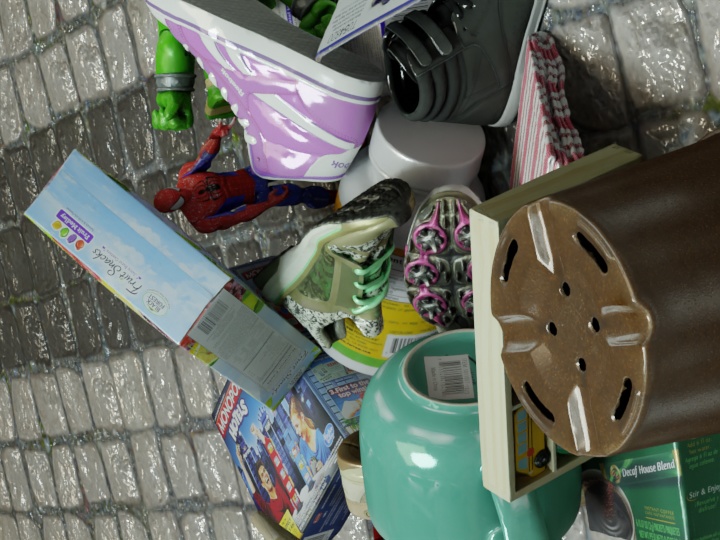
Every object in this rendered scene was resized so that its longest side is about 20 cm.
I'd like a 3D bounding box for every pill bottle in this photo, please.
[{"bbox_3d":[0.032,-0.027,1.643,0.111,0.110,0.201,52,143,36],"label":"pill bottle"}]

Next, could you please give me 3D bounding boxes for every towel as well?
[{"bbox_3d":[0.124,-0.054,1.479,0.201,0.030,0.147,-91,6,-59],"label":"towel"}]

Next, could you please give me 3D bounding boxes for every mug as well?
[{"bbox_3d":[0.086,0.116,1.488,0.184,0.152,0.115,22,132,35],"label":"mug"}]

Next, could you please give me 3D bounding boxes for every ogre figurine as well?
[{"bbox_3d":[-0.096,-0.193,1.684,0.200,0.097,0.121,-31,72,58],"label":"ogre figurine"}]

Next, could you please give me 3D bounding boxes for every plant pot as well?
[{"bbox_3d":[0.196,0.015,1.283,0.200,0.197,0.202,33,130,50],"label":"plant pot"}]

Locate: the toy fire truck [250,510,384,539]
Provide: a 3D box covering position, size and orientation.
[{"bbox_3d":[0.030,0.229,1.662,0.176,0.199,0.130,19,119,57],"label":"toy fire truck"}]

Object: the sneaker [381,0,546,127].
[{"bbox_3d":[0.070,-0.185,1.523,0.071,0.099,0.201,44,136,46],"label":"sneaker"}]

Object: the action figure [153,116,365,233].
[{"bbox_3d":[-0.064,-0.077,1.702,0.099,0.199,0.066,-39,69,55],"label":"action figure"}]

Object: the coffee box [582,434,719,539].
[{"bbox_3d":[0.188,0.084,1.482,0.123,0.044,0.202,8,108,61],"label":"coffee box"}]

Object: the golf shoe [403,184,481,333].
[{"bbox_3d":[0.073,0.004,1.563,0.201,0.072,0.093,76,-165,-46],"label":"golf shoe"}]

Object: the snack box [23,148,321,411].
[{"bbox_3d":[-0.135,0.011,1.625,0.168,0.068,0.200,39,179,25],"label":"snack box"}]

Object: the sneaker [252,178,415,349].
[{"bbox_3d":[0.000,0.000,1.554,0.089,0.077,0.200,54,151,1],"label":"sneaker"}]

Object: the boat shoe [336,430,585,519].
[{"bbox_3d":[0.081,0.157,1.604,0.198,0.072,0.065,1,118,17],"label":"boat shoe"}]

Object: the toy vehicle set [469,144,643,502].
[{"bbox_3d":[0.126,0.033,1.374,0.026,0.124,0.201,27,132,44],"label":"toy vehicle set"}]

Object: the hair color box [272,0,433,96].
[{"bbox_3d":[-0.010,-0.186,1.700,0.199,0.064,0.110,0,101,59],"label":"hair color box"}]

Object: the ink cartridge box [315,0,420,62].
[{"bbox_3d":[0.058,-0.240,1.469,0.199,0.040,0.201,-18,47,61],"label":"ink cartridge box"}]

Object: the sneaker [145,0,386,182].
[{"bbox_3d":[-0.086,-0.132,1.605,0.200,0.073,0.115,32,118,19],"label":"sneaker"}]

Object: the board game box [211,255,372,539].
[{"bbox_3d":[-0.053,0.100,1.768,0.201,0.061,0.200,63,149,24],"label":"board game box"}]
